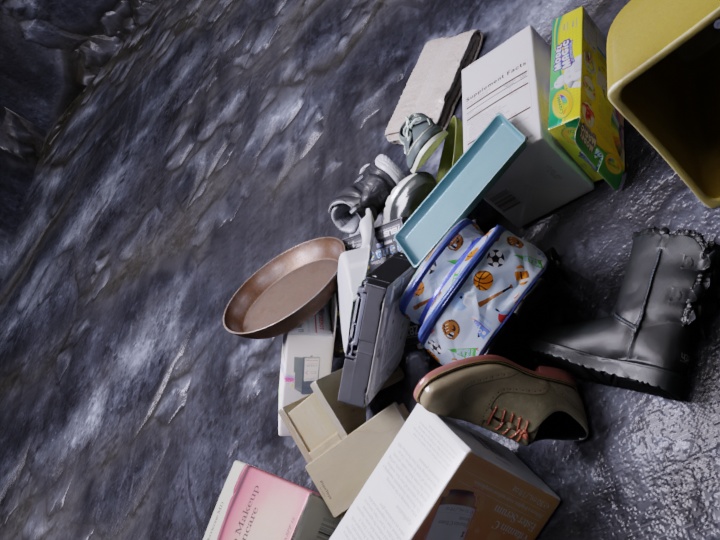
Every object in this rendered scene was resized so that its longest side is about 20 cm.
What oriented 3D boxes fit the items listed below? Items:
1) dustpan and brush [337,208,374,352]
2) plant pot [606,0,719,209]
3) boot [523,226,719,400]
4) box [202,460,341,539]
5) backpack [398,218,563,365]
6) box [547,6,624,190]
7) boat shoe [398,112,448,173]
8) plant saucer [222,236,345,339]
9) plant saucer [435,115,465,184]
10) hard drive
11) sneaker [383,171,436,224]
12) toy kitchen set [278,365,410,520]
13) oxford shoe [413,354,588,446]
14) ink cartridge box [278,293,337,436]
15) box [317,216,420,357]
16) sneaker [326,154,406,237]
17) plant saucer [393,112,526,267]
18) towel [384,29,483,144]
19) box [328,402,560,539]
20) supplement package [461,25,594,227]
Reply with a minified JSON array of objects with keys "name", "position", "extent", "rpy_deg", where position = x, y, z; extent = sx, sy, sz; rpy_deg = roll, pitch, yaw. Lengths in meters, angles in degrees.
[{"name":"dustpan and brush","position":[0.000,0.000,1.142],"extent":[0.141,0.056,0.203],"rpy_deg":[96,168,-53]},{"name":"plant pot","position":[0.372,-0.230,0.918],"extent":[0.193,0.195,0.202],"rpy_deg":[-35,30,32]},{"name":"boot","position":[0.277,0.036,0.929],"extent":[0.197,0.073,0.165],"rpy_deg":[9,74,48]},{"name":"box","position":[-0.101,0.342,1.166],"extent":[0.199,0.108,0.130],"rpy_deg":[2,66,54]},{"name":"backpack","position":[0.134,0.030,1.008],"extent":[0.202,0.153,0.190],"rpy_deg":[-59,-3,0]},{"name":"box","position":[0.275,-0.202,1.080],"extent":[0.048,0.117,0.203],"rpy_deg":[-18,50,36]},{"name":"boat shoe","position":[0.078,-0.184,1.246],"extent":[0.073,0.062,0.200],"rpy_deg":[-47,3,11]},{"name":"plant saucer","position":[-0.098,0.029,1.229],"extent":[0.198,0.035,0.201],"rpy_deg":[-26,25,13]},{"name":"plant saucer","position":[0.122,-0.105,1.212],"extent":[0.200,0.030,0.204],"rpy_deg":[-170,90,-89]},{"name":"hard drive","position":[0.027,0.064,1.057],"extent":[0.200,0.037,0.142],"rpy_deg":[-32,-46,-72]},{"name":"sneaker","position":[0.070,-0.039,1.271],"extent":[0.085,0.074,0.203],"rpy_deg":[43,119,46]},{"name":"toy kitchen set","position":[0.044,0.201,1.118],"extent":[0.163,0.179,0.202],"rpy_deg":[-39,77,32]},{"name":"oxford shoe","position":[0.150,0.137,0.912],"extent":[0.075,0.196,0.071],"rpy_deg":[-110,32,-46]},{"name":"ink cartridge box","position":[-0.076,0.114,1.245],"extent":[0.118,0.066,0.203],"rpy_deg":[-102,17,-65]},{"name":"box","position":[0.023,0.027,1.231],"extent":[0.199,0.048,0.164],"rpy_deg":[-18,78,50]},{"name":"sneaker","position":[0.000,-0.103,1.344],"extent":[0.114,0.076,0.200],"rpy_deg":[-44,1,-11]},{"name":"plant saucer","position":[0.120,-0.093,1.073],"extent":[0.201,0.019,0.070],"rpy_deg":[-51,39,15]},{"name":"towel","position":[0.116,-0.296,1.451],"extent":[0.132,0.034,0.203],"rpy_deg":[6,70,55]},{"name":"box","position":[0.082,0.268,0.934],"extent":[0.202,0.151,0.106],"rpy_deg":[-58,33,4]},{"name":"supplement package","position":[0.210,-0.184,1.150],"extent":[0.119,0.121,0.203],"rpy_deg":[-28,43,36]}]
